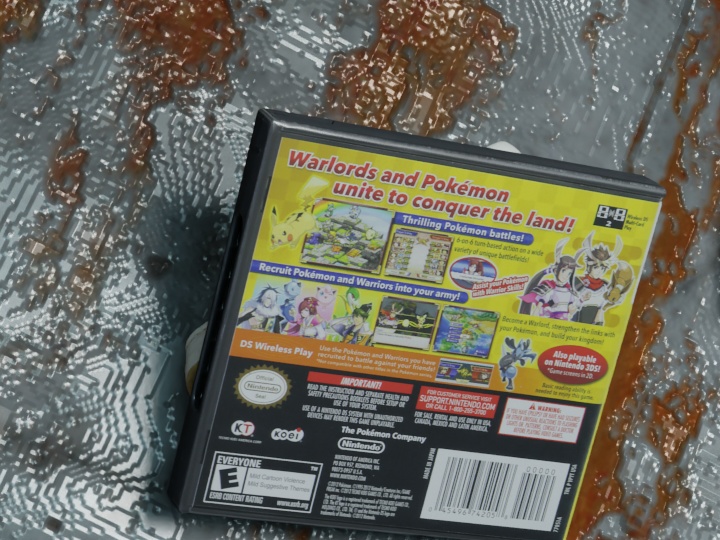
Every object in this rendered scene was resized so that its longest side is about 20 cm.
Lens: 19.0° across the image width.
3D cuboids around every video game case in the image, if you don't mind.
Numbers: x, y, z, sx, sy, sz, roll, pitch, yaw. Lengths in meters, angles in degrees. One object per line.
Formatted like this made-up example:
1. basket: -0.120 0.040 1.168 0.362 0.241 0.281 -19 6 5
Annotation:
1. video game case: 0.027 0.031 0.975 0.198 0.025 0.182 8 105 -24

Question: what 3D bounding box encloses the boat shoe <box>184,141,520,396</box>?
1. boat shoe: 0.000 0.000 1.018 0.199 0.071 0.070 -25 59 -13
